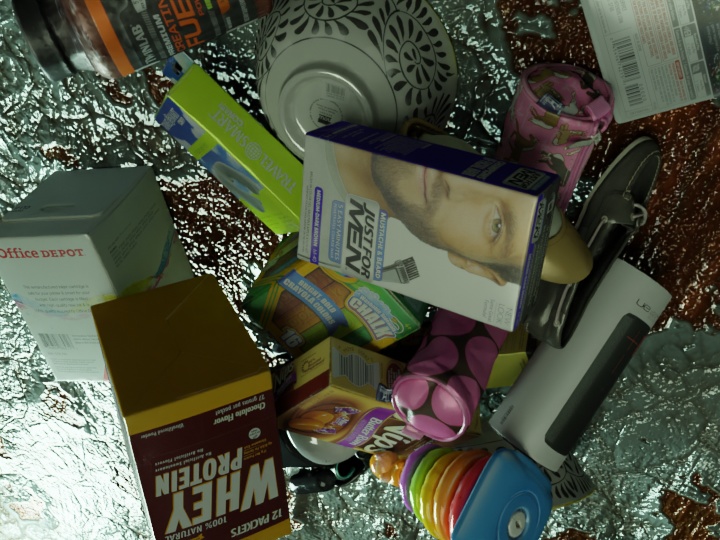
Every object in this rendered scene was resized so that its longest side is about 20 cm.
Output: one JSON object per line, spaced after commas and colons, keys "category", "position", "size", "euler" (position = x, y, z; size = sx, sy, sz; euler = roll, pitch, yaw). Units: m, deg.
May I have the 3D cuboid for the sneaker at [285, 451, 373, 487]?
{"category": "sneaker", "position": [-0.040, 0.240, 1.046], "size": [0.075, 0.080, 0.199], "euler": [41, 130, -14]}

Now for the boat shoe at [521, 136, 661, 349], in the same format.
{"category": "boat shoe", "position": [0.214, -0.020, 0.718], "size": [0.057, 0.066, 0.202], "euler": [44, 107, 36]}

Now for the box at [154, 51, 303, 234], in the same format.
{"category": "box", "position": [-0.124, -0.119, 0.784], "size": [0.200, 0.048, 0.122], "euler": [43, 166, -15]}

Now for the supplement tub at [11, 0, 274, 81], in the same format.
{"category": "supplement tub", "position": [-0.177, -0.226, 0.664], "size": [0.197, 0.107, 0.108], "euler": [-25, 121, -5]}

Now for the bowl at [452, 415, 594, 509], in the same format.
{"category": "bowl", "position": [0.155, 0.213, 0.908], "size": [0.198, 0.200, 0.096], "euler": [-14, 81, 28]}

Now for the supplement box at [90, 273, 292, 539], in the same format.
{"category": "supplement box", "position": [-0.170, 0.149, 0.809], "size": [0.131, 0.197, 0.203], "euler": [-16, 122, -20]}

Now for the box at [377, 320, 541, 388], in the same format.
{"category": "box", "position": [0.106, 0.091, 0.880], "size": [0.197, 0.076, 0.051], "euler": [-10, 125, 25]}

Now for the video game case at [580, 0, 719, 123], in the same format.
{"category": "video game case", "position": [0.259, -0.227, 0.614], "size": [0.179, 0.023, 0.202], "euler": [-12, 120, 28]}

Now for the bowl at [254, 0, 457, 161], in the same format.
{"category": "bowl", "position": [-0.018, -0.157, 0.722], "size": [0.197, 0.095, 0.203], "euler": [10, 129, 12]}

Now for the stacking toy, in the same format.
{"category": "stacking toy", "position": [0.080, 0.215, 0.796], "size": [0.198, 0.111, 0.116], "euler": [10, 151, 50]}

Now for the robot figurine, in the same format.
{"category": "robot figurine", "position": [-0.071, 0.171, 0.961], "size": [0.199, 0.125, 0.151], "euler": [-19, 115, 49]}

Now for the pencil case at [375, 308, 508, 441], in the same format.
{"category": "pencil case", "position": [0.097, 0.069, 0.786], "size": [0.090, 0.201, 0.095], "euler": [26, 137, 13]}

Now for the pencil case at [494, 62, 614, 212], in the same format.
{"category": "pencil case", "position": [0.156, -0.080, 0.722], "size": [0.081, 0.087, 0.202], "euler": [13, 132, 1]}

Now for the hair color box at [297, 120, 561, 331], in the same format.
{"category": "hair color box", "position": [0.048, -0.040, 0.641], "size": [0.197, 0.065, 0.111], "euler": [17, 117, 24]}

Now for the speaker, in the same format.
{"category": "speaker", "position": [0.208, 0.084, 0.768], "size": [0.081, 0.081, 0.202], "euler": [33, 92, -8]}

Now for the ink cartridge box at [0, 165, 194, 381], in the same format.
{"category": "ink cartridge box", "position": [-0.291, 0.004, 0.912], "size": [0.143, 0.146, 0.203], "euler": [0, 126, 19]}

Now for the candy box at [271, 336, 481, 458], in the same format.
{"category": "candy box", "position": [0.015, 0.139, 0.828], "size": [0.198, 0.057, 0.116], "euler": [21, 142, -32]}

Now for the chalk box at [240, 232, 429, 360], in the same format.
{"category": "chalk box", "position": [0.000, 0.000, 0.815], "size": [0.124, 0.125, 0.199], "euler": [45, 128, -16]}

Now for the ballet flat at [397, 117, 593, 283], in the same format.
{"category": "ballet flat", "position": [0.105, -0.059, 0.663], "size": [0.198, 0.069, 0.063], "euler": [32, 151, 15]}
